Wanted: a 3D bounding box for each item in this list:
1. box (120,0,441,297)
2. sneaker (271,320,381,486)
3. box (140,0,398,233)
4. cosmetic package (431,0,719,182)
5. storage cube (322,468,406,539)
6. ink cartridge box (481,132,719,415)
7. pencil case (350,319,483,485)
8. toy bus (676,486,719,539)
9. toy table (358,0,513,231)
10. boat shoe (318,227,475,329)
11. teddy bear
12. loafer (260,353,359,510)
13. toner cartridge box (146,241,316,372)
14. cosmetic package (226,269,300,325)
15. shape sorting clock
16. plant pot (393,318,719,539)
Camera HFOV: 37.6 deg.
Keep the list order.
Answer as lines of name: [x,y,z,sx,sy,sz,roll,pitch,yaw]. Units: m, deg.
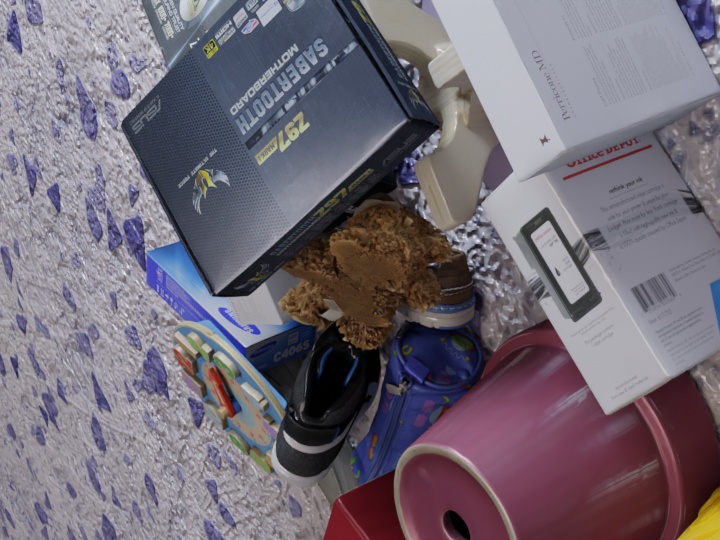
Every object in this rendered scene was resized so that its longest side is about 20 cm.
box: [-0.062,-0.102,0.741,0.199,0.051,0.159,-39,72,24]
sneaker: [-0.013,0.087,0.941,0.072,0.201,0.113,22,132,1]
box: [-0.072,-0.146,0.875,0.085,0.163,0.202,-30,72,22]
cosmetic package: [0.118,-0.171,0.649,0.052,0.149,0.202,-33,79,54]
storage cube: [0.077,0.277,0.913,0.180,0.169,0.202,45,139,32]
ink cartridge box: [0.162,-0.024,0.693,0.202,0.115,0.068,61,143,12]
pencil case: [0.046,0.132,0.955,0.078,0.086,0.202,44,139,25]
toy bus: [0.259,0.231,0.627,0.201,0.190,0.136,56,141,15]
toy table: [0.071,-0.128,0.765,0.202,0.116,0.184,61,144,14]
boat shoe: [0.022,-0.017,0.934,0.198,0.072,0.073,21,119,35]
teddy bear: [0.000,0.000,0.826,0.143,0.068,0.201,13,152,8]
loafer: [-0.062,0.176,1.134,0.202,0.069,0.070,62,144,11]
toner cartridge box: [-0.144,0.032,1.152,0.199,0.094,0.044,37,134,36]
cosmetic package: [-0.112,-0.051,0.961,0.082,0.050,0.202,-3,113,51]
shape sorting clock: [-0.127,0.136,1.077,0.200,0.039,0.201,42,153,27]
plant pot: [0.130,0.151,0.770,0.199,0.178,0.203,27,128,42]
